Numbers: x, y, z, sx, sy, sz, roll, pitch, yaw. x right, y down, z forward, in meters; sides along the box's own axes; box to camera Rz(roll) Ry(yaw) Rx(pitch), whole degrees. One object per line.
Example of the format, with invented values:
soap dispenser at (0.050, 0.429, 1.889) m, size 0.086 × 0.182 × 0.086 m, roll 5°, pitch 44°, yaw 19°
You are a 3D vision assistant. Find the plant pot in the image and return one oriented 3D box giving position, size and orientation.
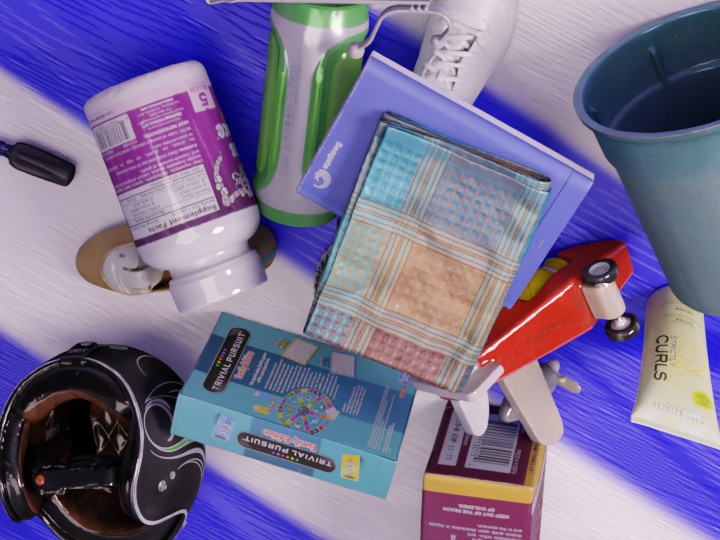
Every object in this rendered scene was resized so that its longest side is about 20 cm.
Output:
plant pot at (0.293, -0.082, 1.295) m, size 0.200 × 0.200 × 0.196 m, roll -13°, pitch 122°, yaw 17°

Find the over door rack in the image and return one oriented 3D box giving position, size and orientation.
over door rack at (-0.014, -0.240, 1.284) m, size 0.200 × 0.148 × 0.067 m, roll 11°, pitch 136°, yaw 7°

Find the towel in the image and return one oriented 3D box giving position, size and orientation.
towel at (0.051, -0.010, 1.293) m, size 0.147 × 0.022 × 0.200 m, roll 21°, pitch 112°, yaw -1°

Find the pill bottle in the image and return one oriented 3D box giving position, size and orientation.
pill bottle at (-0.152, -0.070, 1.397) m, size 0.112 × 0.112 × 0.200 m, roll -19°, pitch 94°, yaw 20°

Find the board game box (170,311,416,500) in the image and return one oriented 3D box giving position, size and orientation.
board game box at (-0.055, 0.120, 1.482) m, size 0.200 × 0.151 × 0.047 m, roll 17°, pitch 119°, yaw 3°

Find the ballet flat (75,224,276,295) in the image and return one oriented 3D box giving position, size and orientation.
ballet flat at (-0.177, -0.009, 1.489) m, size 0.200 × 0.063 × 0.069 m, roll -8°, pitch 117°, yaw 16°

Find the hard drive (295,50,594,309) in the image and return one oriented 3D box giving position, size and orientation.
hard drive at (0.066, -0.070, 1.297) m, size 0.200 × 0.025 × 0.132 m, roll 29°, pitch 116°, yaw -5°

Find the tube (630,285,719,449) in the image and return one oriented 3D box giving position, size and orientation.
tube at (0.267, 0.082, 1.370) m, size 0.058 × 0.200 × 0.052 m, roll -19°, pitch 114°, yaw 21°

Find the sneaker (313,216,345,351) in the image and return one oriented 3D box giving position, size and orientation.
sneaker at (0.000, 0.000, 1.443) m, size 0.081 × 0.075 × 0.200 m, roll 19°, pitch 132°, yaw 0°

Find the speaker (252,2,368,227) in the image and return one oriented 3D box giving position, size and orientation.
speaker at (-0.043, -0.141, 1.381) m, size 0.088 × 0.088 × 0.200 m, roll 11°, pitch 119°, yaw 6°

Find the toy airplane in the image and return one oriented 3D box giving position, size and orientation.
toy airplane at (0.125, 0.047, 1.415) m, size 0.199 × 0.141 × 0.200 m, roll 12°, pitch 104°, yaw -28°

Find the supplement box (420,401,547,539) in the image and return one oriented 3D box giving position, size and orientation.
supplement box at (0.114, 0.242, 1.524) m, size 0.103 × 0.131 × 0.200 m, roll 6°, pitch 117°, yaw 10°

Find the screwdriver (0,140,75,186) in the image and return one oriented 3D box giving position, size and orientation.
screwdriver at (-0.354, -0.125, 1.490) m, size 0.200 × 0.029 × 0.028 m, roll 24°, pitch 120°, yaw 2°

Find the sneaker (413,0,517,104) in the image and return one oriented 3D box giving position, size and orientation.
sneaker at (0.072, -0.157, 1.334) m, size 0.074 × 0.116 × 0.200 m, roll 21°, pitch 118°, yaw 2°

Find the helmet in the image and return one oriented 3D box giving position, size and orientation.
helmet at (-0.236, 0.170, 1.523) m, size 0.200 × 0.191 × 0.200 m, roll -3°, pitch 77°, yaw 14°
